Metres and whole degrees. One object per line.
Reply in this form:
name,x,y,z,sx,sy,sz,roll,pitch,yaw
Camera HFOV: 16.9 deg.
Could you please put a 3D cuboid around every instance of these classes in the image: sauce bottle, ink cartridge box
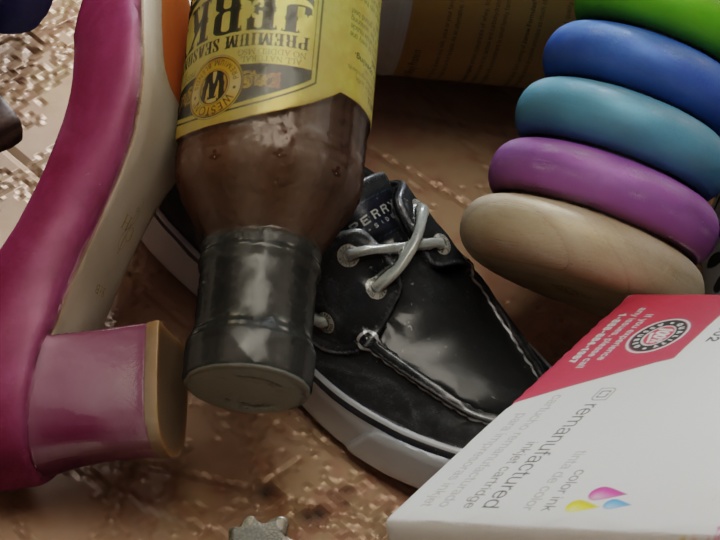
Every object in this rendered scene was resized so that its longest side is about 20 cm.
sauce bottle,-0.026,-0.055,0.777,0.064,0.065,0.201,6,65,-5
ink cartridge box,0.130,0.071,0.668,0.199,0.086,0.147,-4,23,41

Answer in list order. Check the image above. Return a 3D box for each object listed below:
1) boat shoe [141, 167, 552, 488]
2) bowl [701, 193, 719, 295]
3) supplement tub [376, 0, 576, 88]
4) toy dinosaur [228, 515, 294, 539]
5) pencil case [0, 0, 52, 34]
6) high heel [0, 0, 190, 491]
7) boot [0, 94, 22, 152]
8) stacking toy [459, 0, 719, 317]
boat shoe,0.000,0.000,0.816,0.072,0.068,0.200,-29,56,-33
bowl,0.205,-0.042,0.783,0.199,0.095,0.202,-8,45,8
supplement tub,0.061,-0.141,0.914,0.198,0.145,0.145,5,44,-6
toy dinosaur,-0.061,0.107,0.694,0.198,0.102,0.078,-3,69,2
pencil case,-0.186,-0.100,0.797,0.199,0.079,0.087,-17,30,-37
high heel,-0.103,-0.026,0.793,0.095,0.067,0.202,-6,72,14
boot,-0.182,-0.022,0.800,0.166,0.073,0.200,-25,51,-28
stacking toy,0.102,-0.087,0.814,0.085,0.085,0.201,18,82,8
